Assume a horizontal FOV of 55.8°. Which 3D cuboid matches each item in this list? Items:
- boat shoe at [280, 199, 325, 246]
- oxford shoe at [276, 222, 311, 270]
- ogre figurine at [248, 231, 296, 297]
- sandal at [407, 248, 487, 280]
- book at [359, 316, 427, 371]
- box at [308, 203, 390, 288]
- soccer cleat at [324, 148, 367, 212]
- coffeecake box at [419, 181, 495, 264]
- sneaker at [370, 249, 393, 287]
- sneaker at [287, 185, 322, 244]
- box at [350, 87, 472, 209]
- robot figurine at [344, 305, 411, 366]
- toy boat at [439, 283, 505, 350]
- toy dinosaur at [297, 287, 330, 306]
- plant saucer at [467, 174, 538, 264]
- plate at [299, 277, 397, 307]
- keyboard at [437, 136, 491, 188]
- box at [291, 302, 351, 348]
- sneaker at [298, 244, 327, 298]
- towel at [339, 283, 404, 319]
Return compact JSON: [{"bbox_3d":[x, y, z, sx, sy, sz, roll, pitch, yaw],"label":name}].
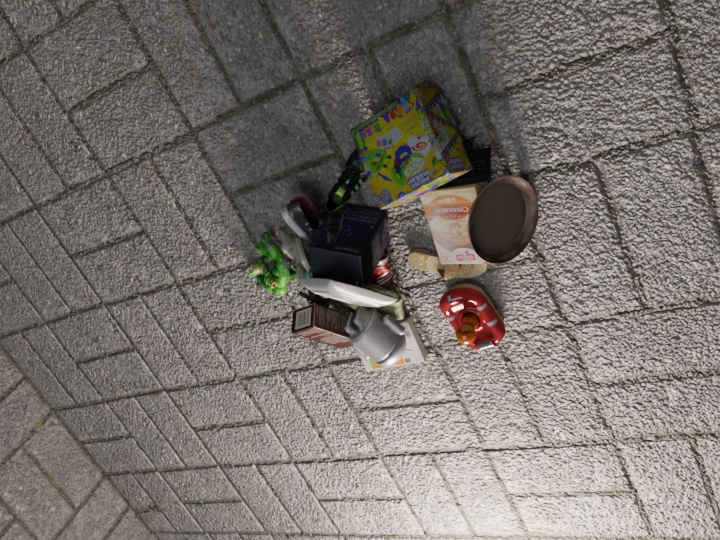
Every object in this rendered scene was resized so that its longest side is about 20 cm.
[{"bbox_3d":[-0.122,-0.111,1.738,0.065,0.071,0.200,-28,131,17],"label":"boat shoe"},{"bbox_3d":[-0.171,-0.057,1.748,0.057,0.201,0.076,-26,129,-6],"label":"oxford shoe"},{"bbox_3d":[-0.250,-0.007,1.953,0.119,0.097,0.203,36,118,21],"label":"ogre figurine"},{"bbox_3d":[0.213,-0.002,1.729,0.206,0.070,0.079,10,130,20],"label":"sandal"},{"bbox_3d":[0.081,0.213,1.971,0.196,0.048,0.136,-12,113,32],"label":"book"},{"bbox_3d":[-0.024,-0.064,1.717,0.144,0.202,0.106,9,131,19],"label":"box"},{"bbox_3d":[-0.027,-0.220,1.687,0.067,0.082,0.201,35,130,-2],"label":"soccer cleat"},{"bbox_3d":[0.242,-0.119,1.618,0.151,0.073,0.204,0,123,36],"label":"coffeecake box"},{"bbox_3d":[0.000,0.000,1.838,0.196,0.079,0.117,6,133,35],"label":"sneaker"},{"bbox_3d":[-0.139,-0.150,1.803,0.079,0.090,0.202,-16,140,2],"label":"sneaker"},{"bbox_3d":[0.111,-0.269,1.513,0.197,0.121,0.197,-23,87,37],"label":"box"},{"bbox_3d":[0.047,0.184,1.867,0.199,0.114,0.169,38,130,-17],"label":"robot figurine"},{"bbox_3d":[0.280,0.137,1.756,0.129,0.131,0.202,-24,111,37],"label":"toy boat"},{"bbox_3d":[-0.121,0.075,1.933,0.101,0.078,0.200,37,156,-5],"label":"toy dinosaur"},{"bbox_3d":[0.319,-0.117,1.544,0.032,0.198,0.204,30,147,58],"label":"plant saucer"},{"bbox_3d":[-0.036,0.058,1.693,0.196,0.033,0.198,17,173,-26],"label":"plate"},{"bbox_3d":[0.200,-0.245,1.545,0.196,0.039,0.107,-5,79,32],"label":"keyboard"},{"bbox_3d":[-0.088,0.159,1.917,0.099,0.077,0.198,-18,148,41],"label":"box"},{"bbox_3d":[-0.118,0.007,1.862,0.076,0.202,0.092,-24,141,-8],"label":"sneaker"},{"bbox_3d":[0.026,0.080,1.872,0.195,0.037,0.149,14,156,14],"label":"towel"}]
